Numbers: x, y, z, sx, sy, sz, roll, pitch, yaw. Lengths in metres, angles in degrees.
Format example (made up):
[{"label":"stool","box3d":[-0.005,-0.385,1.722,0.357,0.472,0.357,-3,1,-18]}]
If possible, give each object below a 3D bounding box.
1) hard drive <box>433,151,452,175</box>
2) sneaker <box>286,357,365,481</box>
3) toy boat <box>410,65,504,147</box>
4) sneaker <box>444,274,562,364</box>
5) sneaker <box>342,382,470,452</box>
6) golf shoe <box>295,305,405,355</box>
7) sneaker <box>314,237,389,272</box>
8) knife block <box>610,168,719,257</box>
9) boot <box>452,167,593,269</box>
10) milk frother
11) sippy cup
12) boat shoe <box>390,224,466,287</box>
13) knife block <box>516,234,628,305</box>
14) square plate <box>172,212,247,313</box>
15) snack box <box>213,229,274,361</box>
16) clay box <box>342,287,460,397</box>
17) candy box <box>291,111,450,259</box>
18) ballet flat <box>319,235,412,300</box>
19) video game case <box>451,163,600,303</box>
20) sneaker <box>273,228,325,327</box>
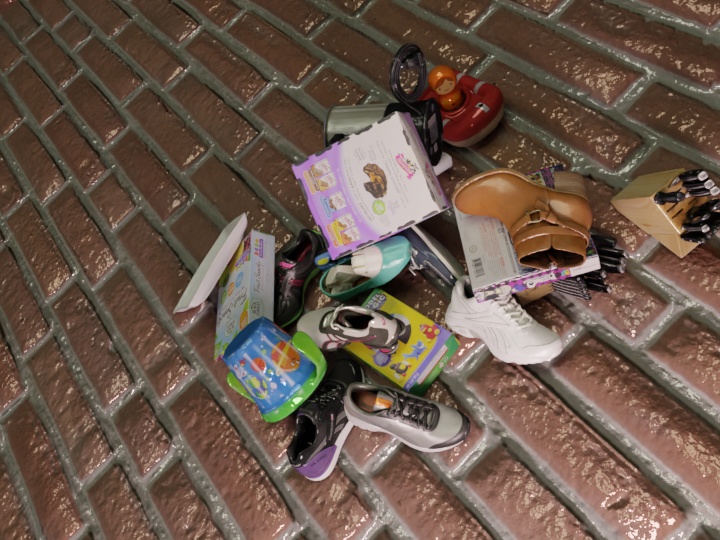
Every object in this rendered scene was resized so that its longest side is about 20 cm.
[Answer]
[{"label":"hard drive","box3d":[0.048,-0.171,1.425,0.200,0.027,0.132,-33,42,-18]},{"label":"sneaker","box3d":[-0.053,0.219,1.229,0.075,0.088,0.201,4,62,31]},{"label":"toy boat","box3d":[0.163,-0.317,1.433,0.131,0.131,0.200,-48,50,-7]},{"label":"sneaker","box3d":[0.207,0.067,1.167,0.200,0.100,0.078,23,37,36]},{"label":"sneaker","box3d":[0.063,0.213,1.166,0.199,0.079,0.074,11,64,18]},{"label":"golf shoe","box3d":[-0.028,0.081,1.248,0.199,0.088,0.077,-1,63,33]},{"label":"sneaker","box3d":[0.007,-0.061,1.399,0.199,0.071,0.083,-34,44,-3]},{"label":"knife block","box3d":[0.433,-0.106,1.117,0.064,0.176,0.200,-39,49,-1]},{"label":"boot","box3d":[0.224,-0.064,1.116,0.199,0.077,0.156,1,51,12]},{"label":"milk frother","box3d":[0.030,-0.275,1.357,0.187,0.180,0.201,1,100,20]},{"label":"sippy cup","box3d":[-0.145,0.149,1.265,0.178,0.130,0.140,-42,13,7]},{"label":"boat shoe","box3d":[0.094,-0.037,1.309,0.200,0.075,0.062,45,102,13]},{"label":"knife block","box3d":[0.297,-0.035,1.210,0.175,0.064,0.200,-29,50,8]},{"label":"square plate","box3d":[-0.278,-0.006,1.482,0.200,0.028,0.198,-62,16,-16]},{"label":"snack box","box3d":[-0.206,0.047,1.410,0.142,0.053,0.201,-44,39,44]},{"label":"clay box","box3d":[0.048,0.109,1.272,0.200,0.048,0.115,30,78,38]},{"label":"candy box","box3d":[0.016,-0.134,1.259,0.199,0.072,0.168,-23,90,22]},{"label":"ballet flat","box3d":[0.000,0.000,1.306,0.200,0.070,0.068,-32,63,44]},{"label":"video game case","box3d":[0.239,-0.059,1.174,0.181,0.036,0.200,-18,46,11]},{"label":"sneaker","box3d":[-0.128,0.012,1.409,0.077,0.084,0.201,12,69,35]}]
